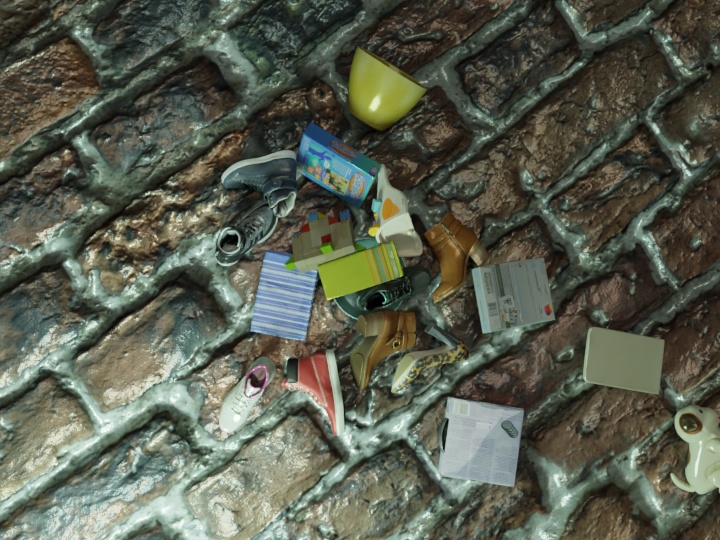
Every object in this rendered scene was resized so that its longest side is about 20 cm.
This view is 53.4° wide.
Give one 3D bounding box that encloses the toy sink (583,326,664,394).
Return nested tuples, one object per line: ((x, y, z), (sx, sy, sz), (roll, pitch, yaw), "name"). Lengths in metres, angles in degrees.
((0.619, 0.218, 1.747), (0.194, 0.112, 0.134), (9, 84, -8), "toy sink")

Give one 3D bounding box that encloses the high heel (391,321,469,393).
((0.173, 0.242, 1.745), (0.141, 0.071, 0.202), (33, 96, -21), "high heel")

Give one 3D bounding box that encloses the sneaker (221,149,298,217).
((-0.241, -0.193, 1.715), (0.197, 0.077, 0.150), (-14, 71, 16), "sneaker")

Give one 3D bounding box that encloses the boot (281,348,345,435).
((-0.113, 0.302, 1.711), (0.140, 0.073, 0.205), (-12, 77, -5), "boot")

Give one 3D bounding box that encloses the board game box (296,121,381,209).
((-0.059, -0.249, 1.725), (0.197, 0.153, 0.045), (32, 61, 0), "board game box")

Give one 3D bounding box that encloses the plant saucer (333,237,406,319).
((0.019, 0.023, 1.763), (0.194, 0.036, 0.206), (0, 85, -3), "plant saucer")

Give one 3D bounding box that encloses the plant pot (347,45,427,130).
((0.045, -0.431, 1.749), (0.197, 0.200, 0.144), (31, 108, 0), "plant pot")

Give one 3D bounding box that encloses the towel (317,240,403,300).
((0.000, 0.000, 1.685), (0.195, 0.018, 0.088), (-18, 88, 12), "towel")

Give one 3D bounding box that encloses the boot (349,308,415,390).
((0.057, 0.189, 1.737), (0.152, 0.076, 0.206), (-3, 105, -31), "boot")

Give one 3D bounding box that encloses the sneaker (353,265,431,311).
((0.083, 0.052, 1.701), (0.196, 0.079, 0.077), (-22, 108, -4), "sneaker")

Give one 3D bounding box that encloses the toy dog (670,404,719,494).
((0.839, 0.425, 1.744), (0.191, 0.139, 0.205), (-22, 87, 31), "toy dog")

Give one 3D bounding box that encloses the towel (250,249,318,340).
((-0.183, 0.060, 1.751), (0.141, 0.024, 0.206), (11, 84, -2), "towel")

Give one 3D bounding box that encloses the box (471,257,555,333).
((0.375, 0.059, 1.751), (0.195, 0.041, 0.161), (-8, 85, -23), "box")

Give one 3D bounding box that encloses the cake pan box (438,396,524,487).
((0.289, 0.413, 1.736), (0.194, 0.052, 0.190), (8, 82, -3), "cake pan box")

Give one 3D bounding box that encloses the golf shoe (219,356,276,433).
((-0.274, 0.293, 1.689), (0.074, 0.092, 0.203), (32, 84, -2), "golf shoe")

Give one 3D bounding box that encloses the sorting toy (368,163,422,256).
((0.072, -0.151, 1.715), (0.104, 0.201, 0.184), (-12, 61, 10), "sorting toy")

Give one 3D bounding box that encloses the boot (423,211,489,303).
((0.206, -0.032, 1.765), (0.155, 0.074, 0.200), (46, 71, 0), "boot")

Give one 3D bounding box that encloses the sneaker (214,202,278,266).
((-0.272, -0.092, 1.714), (0.200, 0.114, 0.076), (-44, 89, -7), "sneaker")

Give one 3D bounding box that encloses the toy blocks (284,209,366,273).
((-0.091, -0.082, 1.729), (0.195, 0.101, 0.140), (-16, 56, 7), "toy blocks")
